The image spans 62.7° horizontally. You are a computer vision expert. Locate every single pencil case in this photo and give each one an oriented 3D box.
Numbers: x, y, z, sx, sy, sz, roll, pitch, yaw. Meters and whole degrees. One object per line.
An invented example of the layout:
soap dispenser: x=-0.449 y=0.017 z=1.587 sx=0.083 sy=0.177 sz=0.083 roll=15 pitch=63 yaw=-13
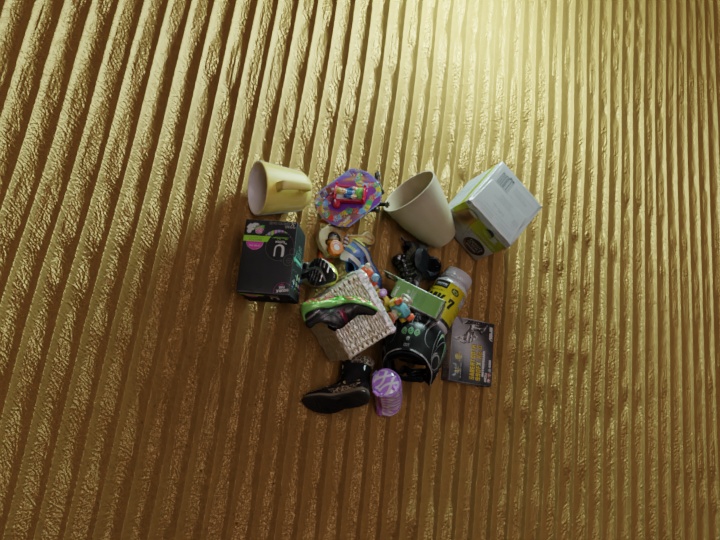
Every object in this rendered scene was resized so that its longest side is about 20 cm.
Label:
pencil case: x=0.074 y=0.343 z=1.639 sx=0.084 sy=0.200 sz=0.086 roll=30 pitch=68 yaw=22

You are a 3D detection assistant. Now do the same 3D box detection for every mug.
mug: x=-0.215 y=-0.217 z=1.655 sx=0.152 sy=0.187 sz=0.150 roll=0 pitch=122 yaw=-32

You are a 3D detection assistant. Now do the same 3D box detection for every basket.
basket: x=-0.041 y=0.128 z=1.635 sx=0.160 sy=0.198 sz=0.201 roll=-30 pitch=92 yaw=-24

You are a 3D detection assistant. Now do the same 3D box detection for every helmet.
helmet: x=0.153 y=0.223 z=1.694 sx=0.200 sy=0.200 sz=0.191 roll=41 pitch=37 yaw=-10

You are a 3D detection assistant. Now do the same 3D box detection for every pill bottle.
pill bottle: x=0.256 y=0.094 z=1.816 sx=0.114 sy=0.114 sz=0.200 roll=39 pitch=66 yaw=-11

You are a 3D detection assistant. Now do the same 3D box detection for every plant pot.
plant pot: x=0.204 y=-0.172 z=1.830 sx=0.200 sy=0.187 sz=0.188 roll=50 pitch=64 yaw=-23

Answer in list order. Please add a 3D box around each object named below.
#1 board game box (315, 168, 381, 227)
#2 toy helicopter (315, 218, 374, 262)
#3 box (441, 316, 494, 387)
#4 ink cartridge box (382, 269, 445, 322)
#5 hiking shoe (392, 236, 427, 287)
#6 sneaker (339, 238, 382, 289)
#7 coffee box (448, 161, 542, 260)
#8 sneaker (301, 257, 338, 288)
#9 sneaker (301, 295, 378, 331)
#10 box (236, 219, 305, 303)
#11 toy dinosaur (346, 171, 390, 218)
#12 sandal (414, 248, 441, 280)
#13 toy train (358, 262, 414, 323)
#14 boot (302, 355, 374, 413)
board game box: x=-0.037 y=-0.224 z=1.740 sx=0.200 sy=0.039 sz=0.158 roll=-37 pitch=66 yaw=-8
toy helicopter: x=-0.045 y=-0.098 z=1.762 sx=0.199 sy=0.079 sz=0.133 roll=-5 pitch=72 yaw=-35
box: x=0.339 y=0.255 z=1.853 sx=0.158 sy=0.048 sz=0.201 roll=13 pitch=74 yaw=-21
ink cartridge box: x=0.144 y=0.076 z=1.701 sx=0.199 sy=0.104 sz=0.060 roll=27 pitch=84 yaw=14
hiking shoe: x=0.138 y=-0.003 z=1.817 sx=0.100 sy=0.076 sz=0.201 roll=21 pitch=62 yaw=-9
sneaker: x=0.000 y=0.000 z=1.721 sx=0.082 sy=0.074 sz=0.200 roll=-42 pitch=127 yaw=-17
coffee box: x=0.410 y=-0.186 z=1.895 sx=0.200 sy=0.198 sz=0.200 roll=47 pitch=64 yaw=-8
sneaker: x=-0.106 y=0.014 z=1.637 sx=0.090 sy=0.200 sz=0.079 roll=22 pitch=83 yaw=-30
sneaker: x=-0.053 y=0.110 z=1.504 sx=0.199 sy=0.077 sz=0.084 roll=-3 pitch=99 yaw=-14
box: x=-0.238 y=-0.021 z=1.593 sx=0.148 sy=0.124 sz=0.201 roll=4 pitch=76 yaw=7
toy dinosaur: x=0.022 y=-0.207 z=1.799 sx=0.200 sy=0.102 sz=0.077 roll=-51 pitch=125 yaw=-14
sandal: x=0.213 y=-0.013 z=1.789 sx=0.200 sy=0.043 sz=0.077 roll=24 pitch=70 yaw=-65
toy train: x=0.061 y=0.073 z=1.631 sx=0.056 sy=0.151 sz=0.200 roll=-39 pitch=51 yaw=-18
boot: x=-0.055 y=0.314 z=1.642 sx=0.073 sy=0.199 sz=0.151 roll=62 pitch=26 yaw=-27
